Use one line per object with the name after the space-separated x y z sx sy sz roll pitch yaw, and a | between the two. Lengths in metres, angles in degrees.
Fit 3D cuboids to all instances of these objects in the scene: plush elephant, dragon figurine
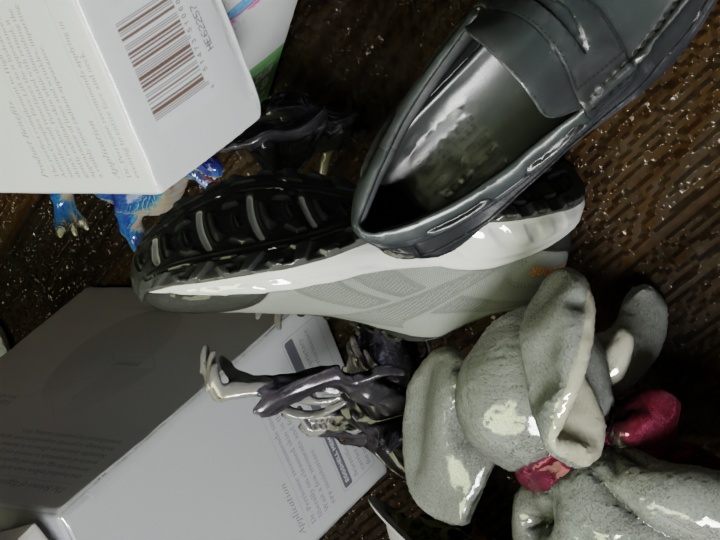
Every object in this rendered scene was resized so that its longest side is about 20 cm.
0.101 0.076 0.776 0.164 0.199 0.156 -21 86 57 | plush elephant
-0.136 -0.068 0.959 0.199 0.059 0.100 21 133 31 | dragon figurine

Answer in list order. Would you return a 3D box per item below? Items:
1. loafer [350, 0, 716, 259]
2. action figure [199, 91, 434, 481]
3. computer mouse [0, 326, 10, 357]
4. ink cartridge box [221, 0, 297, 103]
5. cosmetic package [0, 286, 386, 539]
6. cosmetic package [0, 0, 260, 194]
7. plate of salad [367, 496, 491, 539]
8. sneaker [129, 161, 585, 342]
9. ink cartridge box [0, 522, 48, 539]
0.071 -0.080 0.687 0.068 0.070 0.201 46 109 8 | loafer
-0.022 0.019 0.878 0.101 0.119 0.202 -13 107 12 | action figure
-0.311 0.010 1.203 0.200 0.044 0.110 40 139 14 | computer mouse
-0.097 -0.167 0.823 0.145 0.087 0.201 38 141 15 | ink cartridge box
-0.131 0.112 0.984 0.198 0.200 0.124 0 120 44 | cosmetic package
-0.147 -0.092 0.807 0.199 0.074 0.102 5 125 44 | cosmetic package
0.086 0.168 0.889 0.200 0.048 0.200 39 179 1 | plate of salad
0.000 0.000 0.788 0.074 0.198 0.080 -110 17 -53 | sneaker
-0.164 0.191 0.865 0.116 0.068 0.201 -20 111 50 | ink cartridge box
